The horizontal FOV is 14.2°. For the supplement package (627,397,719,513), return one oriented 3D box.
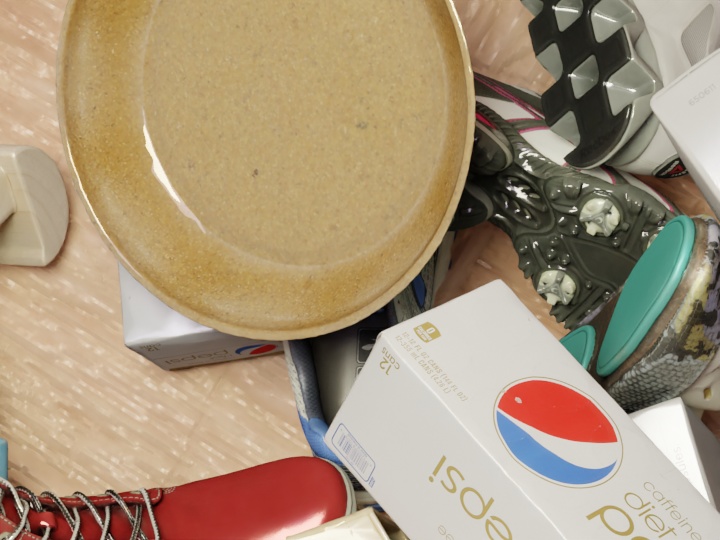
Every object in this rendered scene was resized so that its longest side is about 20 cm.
[{"bbox_3d":[0.117,0.172,1.143,0.111,0.156,0.201,-20,73,11],"label":"supplement package"}]

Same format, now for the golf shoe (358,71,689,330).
[{"bbox_3d":[0.089,-0.035,1.239,0.200,0.088,0.077,32,127,-3],"label":"golf shoe"}]

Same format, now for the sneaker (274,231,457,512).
[{"bbox_3d":[0.000,0.000,1.255,0.077,0.085,0.201,-10,74,13],"label":"sneaker"}]

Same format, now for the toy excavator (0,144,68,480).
[{"bbox_3d":[-0.201,0.046,1.264,0.100,0.194,0.201,4,95,35],"label":"toy excavator"}]

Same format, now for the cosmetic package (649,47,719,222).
[{"bbox_3d":[0.229,0.002,1.128,0.123,0.200,0.200,-36,70,7],"label":"cosmetic package"}]

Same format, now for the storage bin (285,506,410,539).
[{"bbox_3d":[0.019,0.212,1.138,0.093,0.200,0.199,-20,72,9],"label":"storage bin"}]

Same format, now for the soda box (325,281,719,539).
[{"bbox_3d":[0.081,0.101,1.035,0.200,0.068,0.064,48,136,20],"label":"soda box"}]

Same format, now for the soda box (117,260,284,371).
[{"bbox_3d":[-0.074,-0.060,1.302,0.068,0.064,0.201,-10,74,13],"label":"soda box"}]

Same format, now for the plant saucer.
[{"bbox_3d":[-0.035,-0.072,1.195,0.200,0.035,0.201,5,101,29],"label":"plant saucer"}]

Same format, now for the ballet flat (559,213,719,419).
[{"bbox_3d":[0.118,0.037,1.172,0.072,0.200,0.072,9,63,-18],"label":"ballet flat"}]

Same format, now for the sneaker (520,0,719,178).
[{"bbox_3d":[0.115,-0.127,1.237,0.074,0.088,0.201,-34,56,47],"label":"sneaker"}]

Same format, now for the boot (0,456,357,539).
[{"bbox_3d":[-0.106,0.106,1.167,0.200,0.144,0.073,-24,48,1],"label":"boot"}]
